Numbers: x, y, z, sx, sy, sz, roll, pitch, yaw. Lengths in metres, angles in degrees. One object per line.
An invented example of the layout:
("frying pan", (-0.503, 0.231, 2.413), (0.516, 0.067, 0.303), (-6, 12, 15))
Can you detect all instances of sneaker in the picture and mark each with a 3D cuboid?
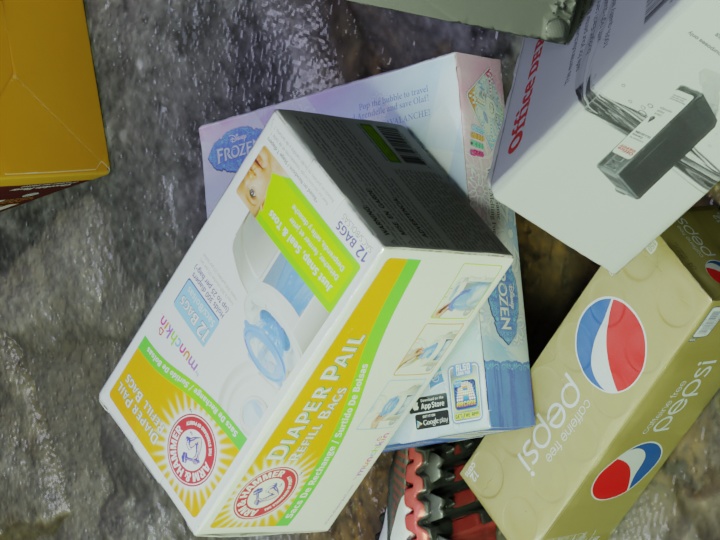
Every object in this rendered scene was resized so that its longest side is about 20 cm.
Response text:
("sneaker", (0.033, 0.164, 1.544), (0.098, 0.071, 0.202), (0, 95, 45))

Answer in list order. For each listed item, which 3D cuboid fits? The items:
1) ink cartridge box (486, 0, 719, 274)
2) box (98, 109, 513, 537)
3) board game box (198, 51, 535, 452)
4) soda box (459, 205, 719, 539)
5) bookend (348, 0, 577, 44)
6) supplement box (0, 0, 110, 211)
("ink cartridge box", (0.159, -0.116, 1.323), (0.200, 0.084, 0.145), (-44, 20, 40))
("box", (-0.031, 0.031, 1.421), (0.113, 0.101, 0.200), (52, 121, 32))
("board game box", (0.000, 0.000, 1.493), (0.199, 0.043, 0.200), (-12, 80, 42))
("soda box", (0.135, 0.061, 1.430), (0.068, 0.064, 0.200), (54, 128, 30))
("bookend", (0.006, -0.203, 1.391), (0.199, 0.199, 0.093), (-108, 30, -68))
("supplement box", (-0.292, -0.136, 1.827), (0.199, 0.132, 0.199), (-15, 83, 47))
